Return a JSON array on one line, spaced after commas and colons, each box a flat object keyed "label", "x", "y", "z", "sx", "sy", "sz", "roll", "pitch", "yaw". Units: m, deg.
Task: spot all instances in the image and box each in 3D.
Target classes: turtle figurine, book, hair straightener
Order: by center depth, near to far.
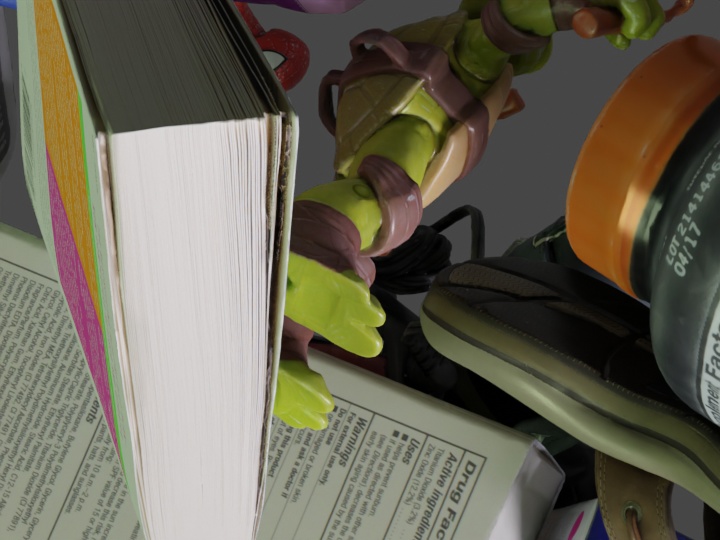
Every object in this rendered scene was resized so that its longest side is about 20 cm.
[{"label": "book", "x": -0.066, "y": -0.029, "z": 0.727, "sx": 0.200, "sy": 0.048, "sz": 0.134, "roll": -117, "pitch": 25, "yaw": -54}, {"label": "turtle figurine", "x": 0.019, "y": -0.040, "z": 0.755, "sx": 0.064, "sy": 0.161, "sz": 0.200, "roll": 42, "pitch": 144, "yaw": -9}, {"label": "hair straightener", "x": 0.000, "y": 0.000, "z": 0.906, "sx": 0.200, "sy": 0.041, "sz": 0.077, "roll": -164, "pitch": 85, "yaw": -76}]

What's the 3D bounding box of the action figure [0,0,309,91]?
[{"label": "action figure", "x": -0.119, "y": -0.083, "z": 0.924, "sx": 0.199, "sy": 0.099, "sz": 0.065, "roll": 17, "pitch": 152, "yaw": 5}]

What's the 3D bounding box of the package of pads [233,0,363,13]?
[{"label": "package of pads", "x": -0.051, "y": -0.177, "z": 0.781, "sx": 0.120, "sy": 0.076, "sz": 0.200, "roll": 15, "pitch": 136, "yaw": 52}]

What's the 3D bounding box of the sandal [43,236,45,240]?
[{"label": "sandal", "x": -0.068, "y": 0.030, "z": 1.073, "sx": 0.057, "sy": 0.080, "sz": 0.201, "roll": -22, "pitch": 125, "yaw": 17}]

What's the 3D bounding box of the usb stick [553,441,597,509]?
[{"label": "usb stick", "x": 0.092, "y": 0.143, "z": 0.991, "sx": 0.055, "sy": 0.033, "sz": 0.200, "roll": 29, "pitch": 145, "yaw": 48}]

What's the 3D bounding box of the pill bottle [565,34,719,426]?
[{"label": "pill bottle", "x": 0.147, "y": 0.014, "z": 0.676, "sx": 0.200, "sy": 0.106, "sz": 0.106, "roll": 34, "pitch": 148, "yaw": 30}]

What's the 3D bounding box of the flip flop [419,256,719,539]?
[{"label": "flip flop", "x": 0.092, "y": 0.061, "z": 0.743, "sx": 0.200, "sy": 0.081, "sz": 0.058, "roll": 32, "pitch": 114, "yaw": 32}]

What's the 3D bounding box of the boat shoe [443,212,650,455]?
[{"label": "boat shoe", "x": 0.068, "y": 0.022, "z": 0.849, "sx": 0.073, "sy": 0.062, "sz": 0.200, "roll": 53, "pitch": 151, "yaw": 4}]

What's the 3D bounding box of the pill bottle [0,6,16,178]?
[{"label": "pill bottle", "x": -0.195, "y": -0.082, "z": 1.070, "sx": 0.111, "sy": 0.111, "sz": 0.200, "roll": 37, "pitch": 149, "yaw": 26}]

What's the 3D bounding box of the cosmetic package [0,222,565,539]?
[{"label": "cosmetic package", "x": -0.050, "y": 0.066, "z": 0.823, "sx": 0.200, "sy": 0.104, "sz": 0.073, "roll": 23, "pitch": 173, "yaw": 16}]

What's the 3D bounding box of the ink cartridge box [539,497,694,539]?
[{"label": "ink cartridge box", "x": 0.099, "y": 0.107, "z": 0.832, "sx": 0.094, "sy": 0.037, "sz": 0.200, "roll": 26, "pitch": 173, "yaw": -3}]
